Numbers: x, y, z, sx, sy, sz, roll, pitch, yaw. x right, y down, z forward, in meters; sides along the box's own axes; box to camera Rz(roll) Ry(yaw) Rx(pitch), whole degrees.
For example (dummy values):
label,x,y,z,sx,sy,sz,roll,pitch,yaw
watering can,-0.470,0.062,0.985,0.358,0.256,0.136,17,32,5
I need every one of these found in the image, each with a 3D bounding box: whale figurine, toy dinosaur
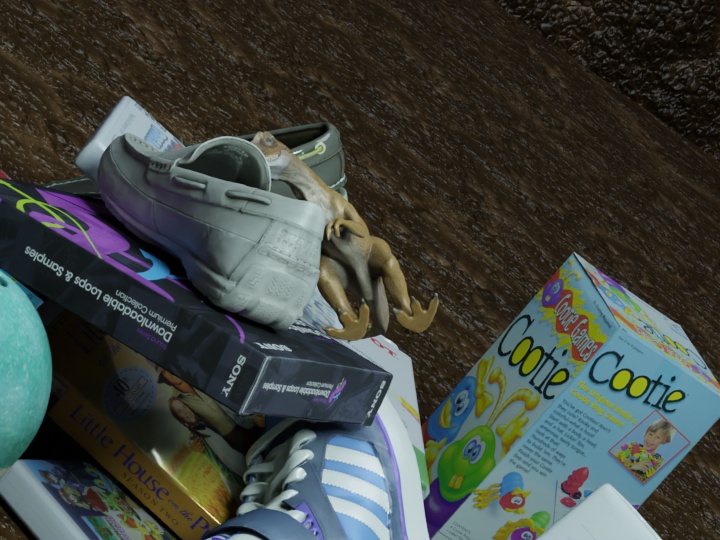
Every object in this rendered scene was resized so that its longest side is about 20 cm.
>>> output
label,x,y,z,sx,sy,sz,roll,pitch,yaw
whale figurine,-0.223,0.015,1.320,0.159,0.104,0.200,22,26,-51
toy dinosaur,0.000,0.000,1.442,0.200,0.060,0.106,61,1,-46

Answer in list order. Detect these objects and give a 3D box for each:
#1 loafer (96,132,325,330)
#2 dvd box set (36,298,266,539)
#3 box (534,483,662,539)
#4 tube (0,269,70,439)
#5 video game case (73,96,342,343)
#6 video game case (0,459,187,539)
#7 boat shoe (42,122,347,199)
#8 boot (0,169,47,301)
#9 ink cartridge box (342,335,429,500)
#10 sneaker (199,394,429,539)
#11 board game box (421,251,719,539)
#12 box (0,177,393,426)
label,x,y,z,sx,sy,sz,roll,pitch,yaw
loafer,-0.072,-0.034,1.356,0.070,0.070,0.200,23,8,-36
dvd box set,-0.084,0.074,1.454,0.200,0.029,0.146,43,35,-1
box,0.157,0.249,1.432,0.200,0.131,0.199,48,-5,29
tube,-0.219,0.011,1.466,0.200,0.050,0.077,38,34,-4
video game case,-0.082,-0.022,1.568,0.182,0.024,0.200,42,8,-7
video game case,-0.077,0.173,1.396,0.200,0.023,0.182,47,15,21
boat shoe,-0.108,-0.056,1.717,0.201,0.060,0.072,-5,20,-6
boot,-0.208,-0.027,1.572,0.200,0.072,0.144,49,14,-1
ink cartridge box,-0.043,0.079,1.638,0.145,0.084,0.200,36,15,-14
sneaker,-0.043,0.121,1.351,0.146,0.081,0.200,8,52,-42
board game box,0.121,0.109,1.740,0.105,0.200,0.103,33,16,-27
box,-0.095,0.014,1.346,0.200,0.036,0.143,31,8,24
